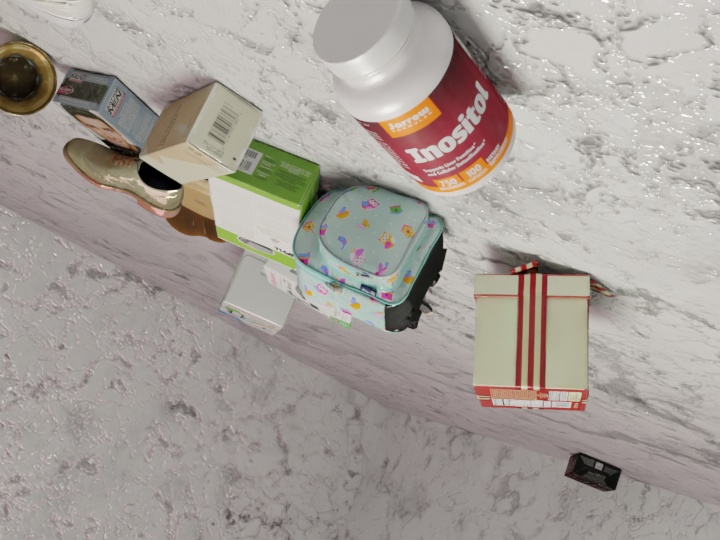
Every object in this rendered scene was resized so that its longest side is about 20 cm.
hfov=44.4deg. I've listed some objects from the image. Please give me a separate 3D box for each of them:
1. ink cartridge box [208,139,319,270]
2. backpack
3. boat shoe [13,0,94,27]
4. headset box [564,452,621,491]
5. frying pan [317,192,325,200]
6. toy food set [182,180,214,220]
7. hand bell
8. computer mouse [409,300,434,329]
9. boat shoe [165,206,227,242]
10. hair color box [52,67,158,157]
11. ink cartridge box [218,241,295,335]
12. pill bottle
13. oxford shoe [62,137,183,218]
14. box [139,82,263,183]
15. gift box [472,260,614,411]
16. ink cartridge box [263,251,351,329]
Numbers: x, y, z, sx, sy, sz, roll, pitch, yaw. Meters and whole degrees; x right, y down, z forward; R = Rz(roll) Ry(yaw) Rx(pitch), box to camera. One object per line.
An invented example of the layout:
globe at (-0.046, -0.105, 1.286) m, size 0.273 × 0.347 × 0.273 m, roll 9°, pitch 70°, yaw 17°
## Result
ink cartridge box at (-0.145, -0.099, 1.326) m, size 0.147 × 0.076 × 0.200 m, roll 22°, pitch 153°, yaw 6°
backpack at (0.003, -0.027, 1.248) m, size 0.199 × 0.177 × 0.154 m, roll 16°, pitch 149°, yaw 23°
boat shoe at (-0.384, -0.327, 0.946) m, size 0.199 × 0.072 × 0.066 m, roll 26°, pitch 163°, yaw -14°
headset box at (0.775, 0.680, 2.958) m, size 0.148 × 0.076 × 0.200 m, roll 21°, pitch 167°, yaw 8°
frying pan at (-0.045, -0.084, 1.413) m, size 0.189 × 0.031 × 0.115 m, roll 29°, pitch 165°, yaw -36°
toy food set at (-0.271, -0.139, 1.552) m, size 0.199 × 0.049 × 0.198 m, roll 13°, pitch 163°, yaw 40°
hand bell at (-0.535, -0.296, 1.343) m, size 0.104 × 0.105 × 0.200 m, roll 31°, pitch 176°, yaw -33°
computer mouse at (0.097, 0.058, 1.708) m, size 0.140 × 0.046 × 0.200 m, roll 24°, pitch 159°, yaw 36°
boat shoe at (-0.298, -0.100, 1.715) m, size 0.199 × 0.071 × 0.070 m, roll 23°, pitch -151°, yaw 31°
hair color box at (-0.360, -0.222, 1.344) m, size 0.098 × 0.061 × 0.200 m, roll 16°, pitch 165°, yaw 28°
ink cartridge box at (-0.221, 0.044, 1.975) m, size 0.146 × 0.147 × 0.200 m, roll 24°, pitch 167°, yaw -7°
pill bottle at (0.048, -0.158, 0.770) m, size 0.112 × 0.114 × 0.200 m, roll 12°, pitch 163°, yaw 40°
oxford shoe at (-0.360, -0.159, 1.358) m, size 0.199 × 0.071 × 0.074 m, roll 26°, pitch 142°, yaw -9°
box at (-0.220, -0.181, 1.194) m, size 0.077 × 0.096 × 0.199 m, roll 31°, pitch 164°, yaw -28°
gift box at (0.264, 0.098, 1.284) m, size 0.198 × 0.188 × 0.185 m, roll 1°, pitch 161°, yaw 8°
ink cartridge box at (-0.086, 0.022, 1.742) m, size 0.199 × 0.084 × 0.146 m, roll 30°, pitch 167°, yaw 5°
